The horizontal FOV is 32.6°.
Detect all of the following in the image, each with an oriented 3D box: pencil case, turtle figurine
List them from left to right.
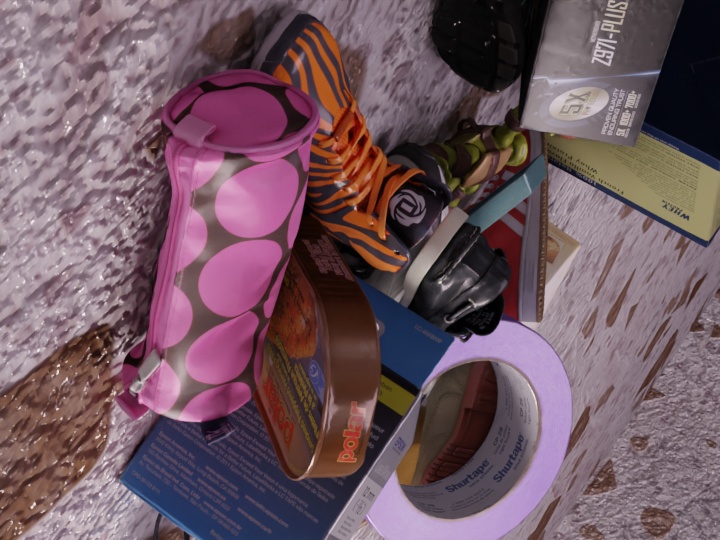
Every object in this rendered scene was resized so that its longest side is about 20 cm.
[{"bbox_3d":[-0.083,-0.008,0.676,0.093,0.091,0.201,-16,134,-38],"label":"pencil case"},{"bbox_3d":[0.094,-0.092,0.983,0.161,0.065,0.200,-26,169,-45],"label":"turtle figurine"}]

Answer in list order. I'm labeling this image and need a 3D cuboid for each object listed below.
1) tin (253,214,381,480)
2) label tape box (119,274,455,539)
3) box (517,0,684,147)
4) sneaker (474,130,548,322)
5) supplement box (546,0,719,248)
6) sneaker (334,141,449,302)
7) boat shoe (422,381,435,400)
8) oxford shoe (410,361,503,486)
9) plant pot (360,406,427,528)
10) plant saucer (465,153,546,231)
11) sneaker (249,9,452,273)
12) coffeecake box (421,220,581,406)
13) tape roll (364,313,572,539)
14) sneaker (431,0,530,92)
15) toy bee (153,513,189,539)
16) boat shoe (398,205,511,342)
[{"bbox_3d":[-0.034,0.041,0.724,0.042,0.200,0.113,6,115,-22],"label":"tin"},{"bbox_3d":[-0.043,0.100,0.825,0.201,0.143,0.066,-55,159,-10],"label":"label tape box"},{"bbox_3d":[0.169,-0.217,0.856,0.165,0.085,0.201,97,3,-47],"label":"box"},{"bbox_3d":[0.115,-0.051,1.124,0.071,0.111,0.202,65,29,-64],"label":"sneaker"},{"bbox_3d":[0.272,-0.154,1.134,0.135,0.199,0.200,-55,159,-10],"label":"supplement box"},{"bbox_3d":[0.000,0.000,0.897,0.201,0.074,0.079,-62,154,9],"label":"sneaker"},{"bbox_3d":[0.040,0.078,1.093,0.060,0.075,0.201,-52,159,-34],"label":"boat shoe"},{"bbox_3d":[0.085,0.148,1.084,0.070,0.074,0.201,22,96,-30],"label":"oxford shoe"},{"bbox_3d":[0.000,0.201,1.141,0.199,0.028,0.200,-31,156,-15],"label":"plant pot"},{"bbox_3d":[0.062,-0.018,0.949,0.200,0.019,0.070,-37,-178,26],"label":"plant saucer"},{"bbox_3d":[0.001,-0.070,0.738,0.078,0.112,0.200,-53,159,-16],"label":"sneaker"},{"bbox_3d":[0.120,0.056,1.227,0.200,0.073,0.154,-46,164,-34],"label":"coffeecake box"},{"bbox_3d":[0.071,0.124,0.987,0.199,0.066,0.202,-9,110,-26],"label":"tape roll"},{"bbox_3d":[0.097,-0.202,0.837,0.079,0.075,0.201,-52,159,-25],"label":"sneaker"},{"bbox_3d":[-0.054,0.191,0.951,0.108,0.132,0.200,-19,-169,22],"label":"toy bee"},{"bbox_3d":[0.068,0.016,0.840,0.075,0.066,0.200,-52,172,-17],"label":"boat shoe"}]
